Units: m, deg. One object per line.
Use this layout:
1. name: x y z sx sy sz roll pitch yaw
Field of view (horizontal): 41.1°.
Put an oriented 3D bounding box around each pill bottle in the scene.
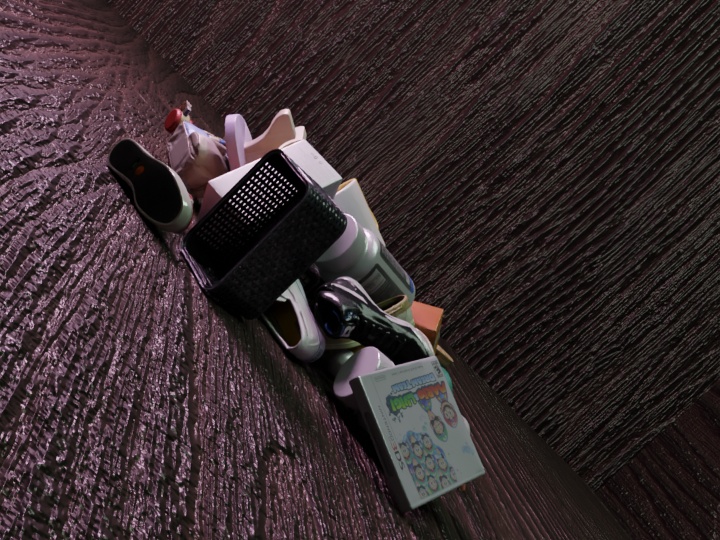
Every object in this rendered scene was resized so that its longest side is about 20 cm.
1. pill bottle: 0.059 0.205 1.404 0.200 0.114 0.114 44 5 -25
2. pill bottle: 0.000 0.000 1.590 0.200 0.114 0.114 49 1 -44

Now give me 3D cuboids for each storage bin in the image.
1. storage bin: -0.134 -0.050 1.322 0.094 0.200 0.135 42 6 -43

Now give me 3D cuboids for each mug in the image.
1. mug: -0.020 -0.071 1.724 0.153 0.186 0.149 57 -28 -8

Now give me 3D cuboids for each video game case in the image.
1. video game case: 0.081 0.214 1.299 0.200 0.024 0.182 -6 70 -55

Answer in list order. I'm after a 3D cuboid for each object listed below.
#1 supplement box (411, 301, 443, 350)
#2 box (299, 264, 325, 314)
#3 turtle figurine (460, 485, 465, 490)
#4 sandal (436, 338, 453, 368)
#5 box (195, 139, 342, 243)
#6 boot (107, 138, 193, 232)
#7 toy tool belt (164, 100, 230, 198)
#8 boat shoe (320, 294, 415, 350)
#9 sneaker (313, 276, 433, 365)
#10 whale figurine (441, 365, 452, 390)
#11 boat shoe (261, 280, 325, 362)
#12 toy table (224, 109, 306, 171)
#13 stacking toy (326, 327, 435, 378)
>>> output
1. supplement box: 0.099 0.153 1.727 0.066 0.200 0.069 15 39 9
2. box: -0.142 -0.014 1.641 0.200 0.086 0.164 48 5 13
3. turtle figurine: 0.137 0.289 1.704 0.161 0.064 0.200 30 39 -85
4. sandal: 0.127 0.109 1.823 0.212 0.070 0.078 40 6 -42
5. box: -0.145 -0.102 1.507 0.097 0.200 0.124 47 -39 17
6. boot: -0.267 -0.099 1.385 0.200 0.072 0.144 46 2 39
7. toy tool belt: -0.282 -0.207 1.735 0.123 0.125 0.200 26 24 -36
8. boat shoe: -0.006 0.081 1.531 0.074 0.200 0.067 10 -72 57
9. sneaker: 0.008 0.096 1.423 0.200 0.073 0.112 40 26 14
10. whale figurine: 0.146 0.242 1.897 0.200 0.104 0.159 38 9 -47
11. boat shoe: -0.128 0.046 1.419 0.086 0.075 0.202 34 22 -56
12. toy table: -0.159 -0.191 1.703 0.200 0.117 0.184 73 13 -49
13. stacking toy: 0.018 0.152 1.567 0.200 0.146 0.146 13 31 -54
